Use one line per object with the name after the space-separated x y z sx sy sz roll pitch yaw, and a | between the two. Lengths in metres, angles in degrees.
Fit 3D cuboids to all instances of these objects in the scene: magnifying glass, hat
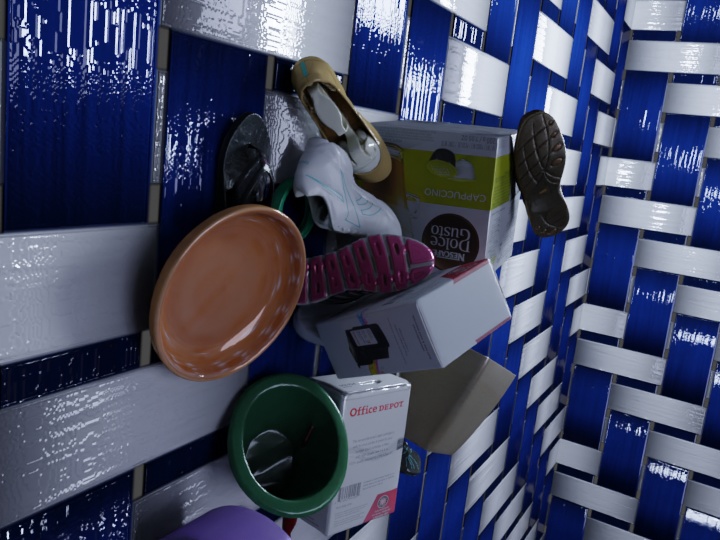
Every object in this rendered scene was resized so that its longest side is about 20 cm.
-0.057 -0.108 0.908 0.200 0.022 0.080 -48 140 -41 | magnifying glass
-0.124 0.257 0.915 0.164 0.176 0.202 14 59 -26 | hat

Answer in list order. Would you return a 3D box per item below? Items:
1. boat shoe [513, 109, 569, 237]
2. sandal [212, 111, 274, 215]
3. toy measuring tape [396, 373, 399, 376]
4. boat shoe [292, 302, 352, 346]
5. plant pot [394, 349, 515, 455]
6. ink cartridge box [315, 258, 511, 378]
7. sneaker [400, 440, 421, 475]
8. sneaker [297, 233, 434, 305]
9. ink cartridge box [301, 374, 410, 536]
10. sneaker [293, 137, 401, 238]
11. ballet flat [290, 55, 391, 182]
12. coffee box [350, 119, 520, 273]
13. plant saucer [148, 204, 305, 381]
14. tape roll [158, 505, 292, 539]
0.249 -0.141 0.990 0.068 0.071 0.201 -105 176 -51 | boat shoe
-0.124 -0.069 0.763 0.075 0.048 0.203 8 95 -61 | sandal
0.040 0.109 1.097 0.073 0.073 0.202 24 79 -61 | toy measuring tape
-0.020 0.082 0.988 0.199 0.071 0.073 5 62 -41 | boat shoe
0.121 0.203 1.195 0.178 0.199 0.200 -64 150 -3 | plant pot
0.063 0.063 0.875 0.145 0.199 0.084 -27 96 -39 | ink cartridge box
0.063 0.319 1.239 0.200 0.075 0.080 30 72 -61 | sneaker
0.000 0.000 0.895 0.087 0.198 0.075 1 76 -76 | sneaker
-0.012 0.252 0.999 0.145 0.084 0.202 1 101 -46 | ink cartridge box
-0.020 -0.075 0.887 0.200 0.070 0.081 45 61 -38 | sneaker
-0.022 -0.169 0.860 0.200 0.068 0.063 48 17 -35 | ballet flat
0.117 -0.109 1.016 0.200 0.198 0.200 -29 126 -63 | coffee box
-0.141 0.021 0.739 0.199 0.037 0.202 -33 138 -35 | plant saucer
-0.144 0.363 0.738 0.085 0.198 0.202 -9 109 -59 | tape roll
